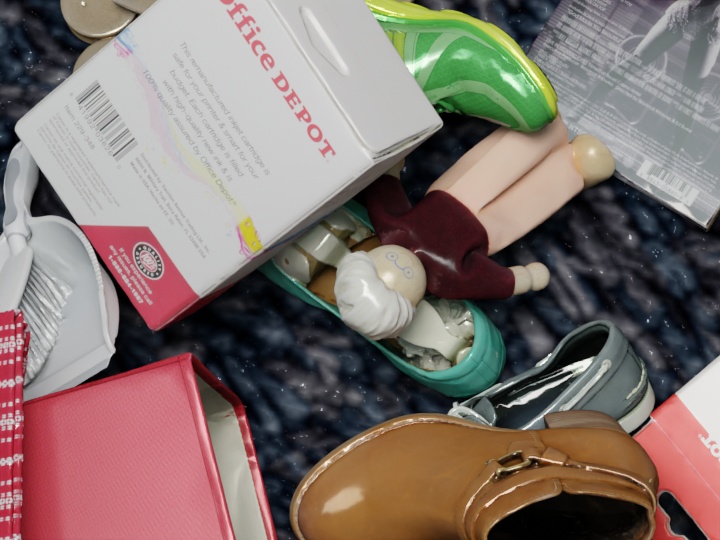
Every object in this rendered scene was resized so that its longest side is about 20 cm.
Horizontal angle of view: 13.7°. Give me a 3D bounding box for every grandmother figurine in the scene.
[{"bbox_3d":[0.053,-0.028,1.694,0.121,0.061,0.200,33,50,20],"label":"grandmother figurine"}]

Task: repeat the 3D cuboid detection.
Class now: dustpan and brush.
[{"bbox_3d":[-0.197,0.000,1.743,0.139,0.057,0.200,-30,31,26],"label":"dustpan and brush"}]

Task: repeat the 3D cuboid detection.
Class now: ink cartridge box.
[{"bbox_3d":[0.246,0.090,1.676,0.200,0.067,0.116,-41,75,7],"label":"ink cartridge box"},{"bbox_3d":[-0.075,-0.081,1.668,0.200,0.086,0.148,-35,87,35],"label":"ink cartridge box"}]

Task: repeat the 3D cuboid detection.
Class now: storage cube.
[{"bbox_3d":[-0.143,0.164,1.662,0.179,0.171,0.201,-17,76,4],"label":"storage cube"}]

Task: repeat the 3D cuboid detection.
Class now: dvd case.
[{"bbox_3d":[0.195,-0.144,1.771,0.149,0.016,0.200,32,83,14],"label":"dvd case"}]

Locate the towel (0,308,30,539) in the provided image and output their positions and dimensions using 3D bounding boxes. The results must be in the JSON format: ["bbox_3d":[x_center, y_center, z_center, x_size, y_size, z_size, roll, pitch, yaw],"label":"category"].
[{"bbox_3d":[-0.237,0.127,1.574,0.144,0.022,0.201,-12,65,23],"label":"towel"}]

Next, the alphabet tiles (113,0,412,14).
[{"bbox_3d":[-0.060,-0.157,1.780,0.167,0.008,0.200,24,76,14],"label":"alphabet tiles"}]

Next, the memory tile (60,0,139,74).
[{"bbox_3d":[-0.076,-0.130,1.793,0.199,0.017,0.154,-10,71,5],"label":"memory tile"}]

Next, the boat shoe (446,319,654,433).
[{"bbox_3d":[0.069,0.088,1.696,0.200,0.062,0.073,-24,38,-4],"label":"boat shoe"}]

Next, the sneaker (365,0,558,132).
[{"bbox_3d":[0.019,-0.112,1.710,0.200,0.074,0.084,20,73,17],"label":"sneaker"}]

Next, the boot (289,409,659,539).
[{"bbox_3d":[0.061,0.131,1.590,0.199,0.155,0.077,-6,104,0],"label":"boot"}]

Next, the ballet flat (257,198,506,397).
[{"bbox_3d":[0.000,0.000,1.733,0.200,0.070,0.067,36,84,13],"label":"ballet flat"}]
